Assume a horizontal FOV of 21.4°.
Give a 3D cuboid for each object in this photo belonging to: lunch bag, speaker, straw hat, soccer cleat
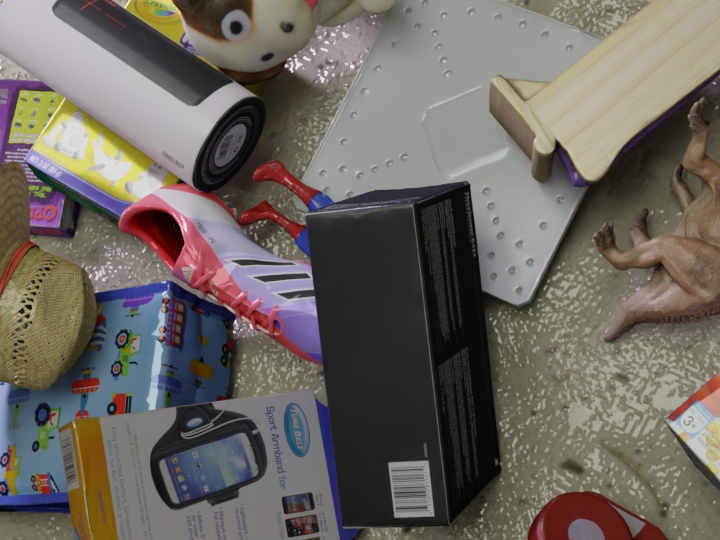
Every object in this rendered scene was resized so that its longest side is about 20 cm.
[{"bbox_3d":[-0.201,0.097,1.371,0.199,0.094,0.152,-4,73,28],"label":"lunch bag"},{"bbox_3d":[-0.168,-0.140,1.372,0.200,0.081,0.081,35,85,19],"label":"speaker"},{"bbox_3d":[-0.228,0.033,1.311,0.085,0.201,0.202,17,77,6],"label":"straw hat"},{"bbox_3d":[-0.085,0.006,1.323,0.200,0.076,0.067,41,130,30],"label":"soccer cleat"}]

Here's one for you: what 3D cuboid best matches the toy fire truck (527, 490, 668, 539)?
[{"bbox_3d":[0.151,0.242,1.170,0.167,0.112,0.200,30,52,1],"label":"toy fire truck"}]

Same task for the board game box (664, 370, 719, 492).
[{"bbox_3d":[0.303,0.075,1.183,0.200,0.105,0.103,-41,63,1],"label":"board game box"}]

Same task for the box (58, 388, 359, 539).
[{"bbox_3d":[-0.095,0.148,1.272,0.041,0.199,0.120,-25,72,59],"label":"box"}]

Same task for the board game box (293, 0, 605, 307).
[{"bbox_3d":[0.079,-0.095,1.365,0.199,0.026,0.201,24,81,25],"label":"board game box"}]

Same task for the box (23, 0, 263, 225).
[{"bbox_3d":[-0.149,-0.132,1.434,0.117,0.048,0.201,29,78,14],"label":"box"}]

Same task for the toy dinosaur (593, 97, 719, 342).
[{"bbox_3d":[0.242,-0.017,1.252,0.135,0.086,0.200,40,93,20],"label":"toy dinosaur"}]

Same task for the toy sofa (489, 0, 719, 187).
[{"bbox_3d":[0.188,-0.139,1.284,0.200,0.083,0.098,-39,81,-4],"label":"toy sofa"}]

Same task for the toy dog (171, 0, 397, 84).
[{"bbox_3d":[-0.059,-0.234,1.373,0.193,0.140,0.201,9,56,26],"label":"toy dog"}]

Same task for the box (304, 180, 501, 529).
[{"bbox_3d":[0.031,0.051,1.229,0.078,0.141,0.201,-4,96,20],"label":"box"}]

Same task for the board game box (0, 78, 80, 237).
[{"bbox_3d":[-0.305,-0.092,1.500,0.199,0.032,0.121,5,71,21],"label":"board game box"}]

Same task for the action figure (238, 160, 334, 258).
[{"bbox_3d":[0.000,0.000,1.335,0.199,0.052,0.066,34,123,19],"label":"action figure"}]
